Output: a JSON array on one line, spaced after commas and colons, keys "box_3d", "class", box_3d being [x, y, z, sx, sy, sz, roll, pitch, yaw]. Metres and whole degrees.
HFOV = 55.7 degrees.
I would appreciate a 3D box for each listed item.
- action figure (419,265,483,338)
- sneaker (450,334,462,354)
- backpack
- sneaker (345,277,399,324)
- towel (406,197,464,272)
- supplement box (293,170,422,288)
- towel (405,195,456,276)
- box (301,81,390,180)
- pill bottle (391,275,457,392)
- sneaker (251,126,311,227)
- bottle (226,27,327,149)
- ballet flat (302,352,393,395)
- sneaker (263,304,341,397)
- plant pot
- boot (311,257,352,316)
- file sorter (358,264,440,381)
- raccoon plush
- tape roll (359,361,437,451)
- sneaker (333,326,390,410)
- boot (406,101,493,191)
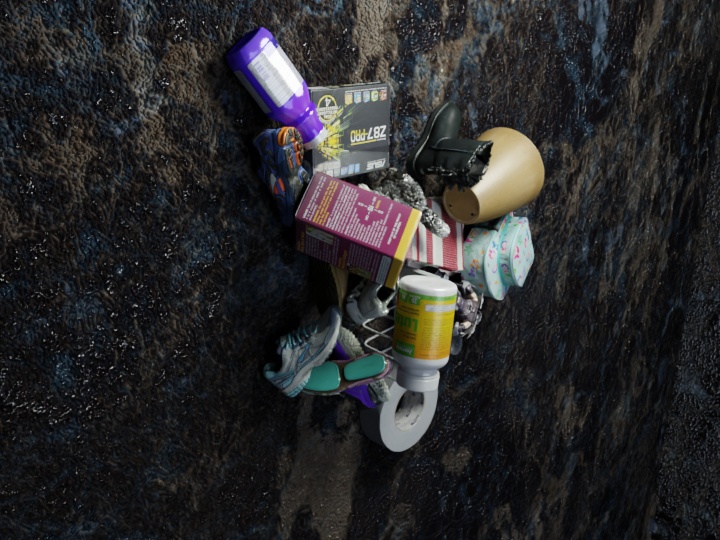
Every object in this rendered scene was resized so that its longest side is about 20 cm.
[{"box_3d": [0.208, 0.067, 1.503, 0.200, 0.069, 0.132, 40, 49, -36], "class": "action figure"}, {"box_3d": [0.146, 0.117, 1.537, 0.070, 0.082, 0.201, -50, 117, -29], "class": "sneaker"}, {"box_3d": [0.315, -0.033, 1.593, 0.200, 0.149, 0.179, -51, 136, -32], "class": "backpack"}, {"box_3d": [0.044, 0.009, 1.278, 0.075, 0.080, 0.202, 41, 55, -34], "class": "sneaker"}, {"box_3d": [0.145, -0.080, 1.429, 0.198, 0.023, 0.146, 12, 72, -40], "class": "towel"}, {"box_3d": [-0.008, -0.068, 1.186, 0.131, 0.198, 0.104, 105, 7, -68], "class": "supplement box"}, {"box_3d": [0.162, -0.070, 1.521, 0.198, 0.032, 0.194, -12, 110, -44], "class": "towel"}, {"box_3d": [-0.028, -0.257, 1.248, 0.199, 0.049, 0.164, -18, 118, -42], "class": "box"}, {"box_3d": [0.117, 0.119, 1.283, 0.110, 0.110, 0.203, -6, 106, -45], "class": "pill bottle"}, {"box_3d": [-0.134, -0.160, 1.156, 0.202, 0.077, 0.076, 87, 26, -42], "class": "sneaker"}, {"box_3d": [-0.127, -0.287, 1.099, 0.084, 0.065, 0.200, -53, 123, -22], "class": "bottle"}, {"box_3d": [-0.030, 0.205, 1.311, 0.071, 0.197, 0.070, 56, 24, -58], "class": "ballet flat"}, {"box_3d": [-0.106, 0.139, 1.231, 0.086, 0.078, 0.201, 30, 107, -16], "class": "sneaker"}, {"box_3d": [0.268, -0.184, 1.466, 0.200, 0.185, 0.189, -37, 127, -40], "class": "plant pot"}, {"box_3d": [0.000, 0.000, 1.328, 0.198, 0.066, 0.178, -10, 95, -45], "class": "boot"}, {"box_3d": [0.081, 0.108, 1.416, 0.124, 0.138, 0.203, -23, 118, -36], "class": "file sorter"}, {"box_3d": [0.070, -0.101, 1.314, 0.200, 0.097, 0.134, 42, 78, 0], "class": "raccoon plush"}, {"box_3d": [0.089, 0.300, 1.536, 0.199, 0.066, 0.203, -18, 115, -43], "class": "tape roll"}, {"box_3d": [-0.028, 0.208, 1.379, 0.099, 0.070, 0.201, -29, 108, 14], "class": "sneaker"}, {"box_3d": [0.201, -0.259, 1.405, 0.200, 0.161, 0.073, -58, 135, -16], "class": "boot"}]
